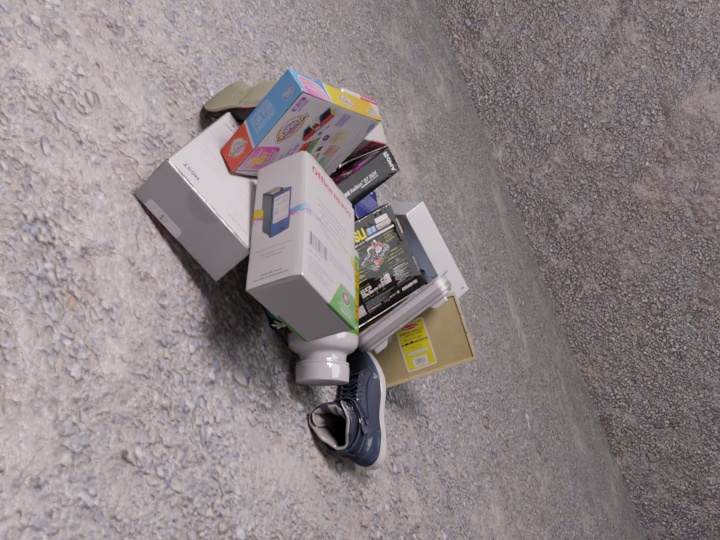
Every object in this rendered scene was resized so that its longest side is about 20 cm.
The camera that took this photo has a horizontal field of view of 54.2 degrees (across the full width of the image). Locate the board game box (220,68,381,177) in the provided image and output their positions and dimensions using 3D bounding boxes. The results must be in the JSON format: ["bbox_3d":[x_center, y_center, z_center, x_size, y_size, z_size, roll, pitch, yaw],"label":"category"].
[{"bbox_3d":[-0.079,-0.191,0.991,0.041,0.153,0.199,56,25,19],"label":"board game box"}]

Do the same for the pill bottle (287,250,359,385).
[{"bbox_3d":[-0.056,0.069,1.076,0.111,0.109,0.205,24,62,-57],"label":"pill bottle"}]

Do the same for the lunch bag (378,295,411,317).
[{"bbox_3d":[0.071,0.050,1.383,0.172,0.126,0.200,57,11,-11],"label":"lunch bag"}]

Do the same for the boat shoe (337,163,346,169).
[{"bbox_3d":[-0.016,-0.222,1.359,0.057,0.065,0.204,92,-8,-73],"label":"boat shoe"}]

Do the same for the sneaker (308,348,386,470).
[{"bbox_3d":[-0.021,0.199,1.115,0.146,0.076,0.206,36,38,-49],"label":"sneaker"}]

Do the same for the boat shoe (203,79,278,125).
[{"bbox_3d":[-0.167,-0.242,1.054,0.072,0.198,0.063,-53,128,-22],"label":"boat shoe"}]

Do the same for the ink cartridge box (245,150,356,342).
[{"bbox_3d":[-0.072,-0.032,0.936,0.145,0.086,0.203,47,35,-48],"label":"ink cartridge box"}]

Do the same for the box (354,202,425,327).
[{"bbox_3d":[0.000,0.000,1.212,0.198,0.049,0.162,-30,98,-25],"label":"box"}]

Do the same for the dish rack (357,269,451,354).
[{"bbox_3d":[0.075,0.074,1.170,0.044,0.199,0.172,53,5,6],"label":"dish rack"}]

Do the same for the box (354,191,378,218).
[{"bbox_3d":[-0.005,-0.176,1.503,0.121,0.032,0.204,30,43,-54],"label":"box"}]

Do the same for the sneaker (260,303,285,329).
[{"bbox_3d":[-0.137,0.001,1.052,0.070,0.081,0.202,5,39,-21],"label":"sneaker"}]

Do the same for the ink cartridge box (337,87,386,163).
[{"bbox_3d":[-0.075,-0.222,1.190,0.145,0.197,0.087,-8,82,-65],"label":"ink cartridge box"}]

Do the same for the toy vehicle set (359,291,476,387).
[{"bbox_3d":[0.098,0.128,1.268,0.027,0.196,0.127,0,72,-84],"label":"toy vehicle set"}]

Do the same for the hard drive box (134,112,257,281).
[{"bbox_3d":[-0.190,-0.108,0.970,0.156,0.076,0.201,49,28,-13],"label":"hard drive box"}]

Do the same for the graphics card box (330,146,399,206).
[{"bbox_3d":[-0.039,-0.129,1.181,0.199,0.125,0.051,-39,106,-30],"label":"graphics card box"}]

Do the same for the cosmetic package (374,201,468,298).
[{"bbox_3d":[0.115,-0.039,1.385,0.051,0.150,0.202,-37,109,-20],"label":"cosmetic package"}]
